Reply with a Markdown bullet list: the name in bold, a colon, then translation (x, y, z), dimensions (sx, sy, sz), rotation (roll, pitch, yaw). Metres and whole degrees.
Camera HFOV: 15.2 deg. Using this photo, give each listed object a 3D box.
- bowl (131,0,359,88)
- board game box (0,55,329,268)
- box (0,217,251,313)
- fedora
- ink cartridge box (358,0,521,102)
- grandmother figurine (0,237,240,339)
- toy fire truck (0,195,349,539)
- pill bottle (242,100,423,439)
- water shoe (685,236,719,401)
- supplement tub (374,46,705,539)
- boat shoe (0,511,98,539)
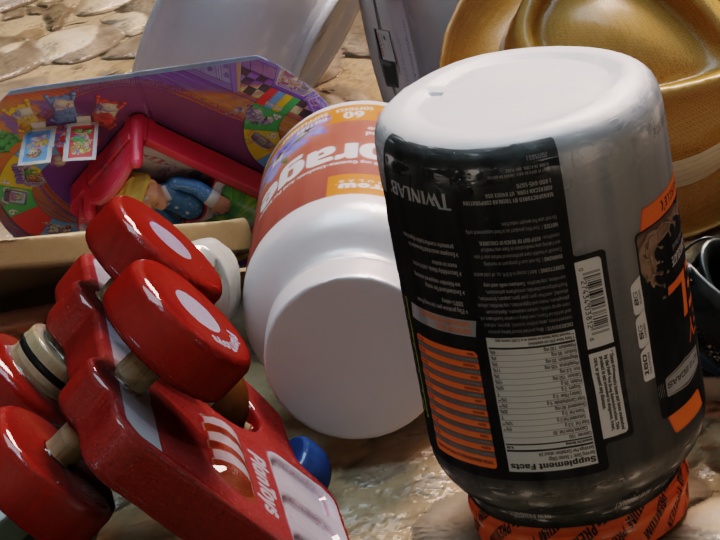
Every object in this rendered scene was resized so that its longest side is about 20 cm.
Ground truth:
- **bowl**: translation (-0.056, -0.167, 1.691), dimensions (0.090, 0.201, 0.201), rotation (29, 33, 6)
- **board game box**: translation (-0.103, -0.037, 1.436), dimensions (0.200, 0.158, 0.039), rotation (-7, 48, 7)
- **box**: translation (-0.178, 0.005, 1.366), dimensions (0.163, 0.021, 0.200), rotation (-17, -9, 43)
- **fedora**: translation (0.142, -0.111, 1.432), dimensions (0.200, 0.201, 0.082), rotation (-13, -18, -3)
- **ink cartridge box**: translation (0.087, -0.142, 1.596), dimensions (0.147, 0.083, 0.200), rotation (-14, 8, -5)
- **grandmother figurine**: translation (-0.141, 0.031, 1.325), dimensions (0.200, 0.061, 0.121), rotation (-21, 24, 33)
- **toy fire truck**: translation (-0.075, 0.071, 1.173), dimensions (0.112, 0.168, 0.200), rotation (-46, 22, 9)
- **pill bottle**: translation (0.000, 0.000, 1.329), dimensions (0.112, 0.112, 0.200), rotation (-9, 23, 5)
- **water shoe**: translation (0.159, 0.018, 1.259), dimensions (0.200, 0.079, 0.071), rotation (5, 28, 33)
- **supplement tub**: translation (0.080, 0.015, 1.148), dimensions (0.122, 0.200, 0.123), rotation (-9, 23, 4)
- **boat shoe**: translation (-0.191, 0.132, 1.179), dimensions (0.071, 0.070, 0.201), rotation (2, 20, 29)
